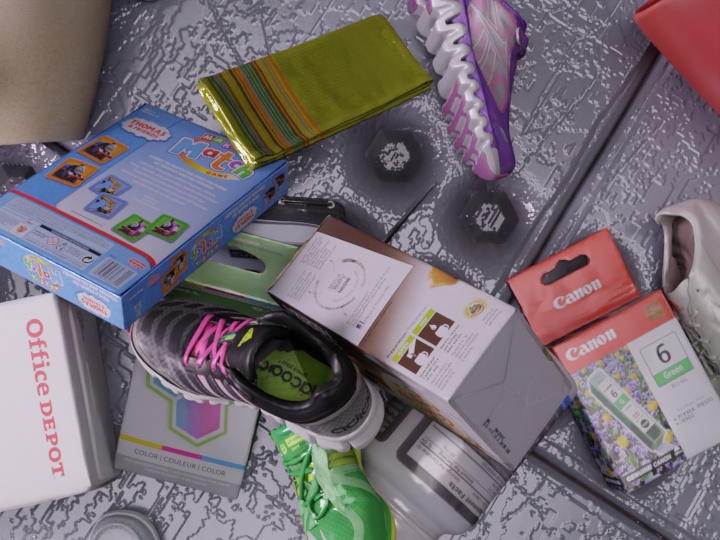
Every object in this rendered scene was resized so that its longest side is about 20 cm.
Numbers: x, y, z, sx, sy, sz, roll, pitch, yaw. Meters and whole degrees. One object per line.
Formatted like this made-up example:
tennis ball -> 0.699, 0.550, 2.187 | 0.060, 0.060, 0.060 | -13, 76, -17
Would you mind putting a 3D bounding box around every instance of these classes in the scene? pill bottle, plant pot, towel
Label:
pill bottle -> 0.071, 0.136, 0.851 | 0.114, 0.114, 0.200 | 41, 83, 2
plant pot -> 0.356, -0.196, 0.879 | 0.200, 0.200, 0.178 | -35, 97, -7
towel -> -0.033, -0.154, 0.880 | 0.199, 0.018, 0.086 | -29, 80, -32
plant pot -> -0.278, -0.202, 0.851 | 0.186, 0.187, 0.202 | -4, 99, -4

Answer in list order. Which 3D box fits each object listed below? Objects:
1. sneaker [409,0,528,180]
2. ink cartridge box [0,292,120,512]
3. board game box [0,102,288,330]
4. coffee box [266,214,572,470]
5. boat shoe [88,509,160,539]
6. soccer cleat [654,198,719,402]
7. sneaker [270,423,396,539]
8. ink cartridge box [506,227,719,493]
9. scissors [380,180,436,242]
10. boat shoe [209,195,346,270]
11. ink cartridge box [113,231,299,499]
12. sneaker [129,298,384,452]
sneaker -> 0.108, -0.179, 0.910 | 0.088, 0.080, 0.202 | -13, 83, -13
ink cartridge box -> -0.301, 0.113, 0.814 | 0.198, 0.145, 0.149 | -11, 84, -5
board game box -> -0.172, -0.051, 0.817 | 0.150, 0.037, 0.200 | 24, 45, 22
coffee box -> 0.040, 0.048, 0.776 | 0.199, 0.114, 0.080 | 28, 75, 43
boat shoe -> -0.192, 0.295, 0.840 | 0.074, 0.065, 0.204 | 5, 83, -3
soccer cleat -> 0.293, 0.038, 0.894 | 0.077, 0.069, 0.202 | -3, 76, -29
sneaker -> -0.031, 0.147, 0.782 | 0.074, 0.083, 0.201 | -34, 46, 21
ink cartridge box -> 0.217, 0.072, 0.898 | 0.108, 0.050, 0.201 | -27, 86, -6
scissors -> 0.000, 0.000, 0.906 | 0.014, 0.073, 0.200 | 33, 58, 19
boat shoe -> -0.107, -0.046, 0.888 | 0.198, 0.070, 0.067 | 6, 59, 5
ink cartridge box -> -0.121, 0.069, 0.842 | 0.103, 0.059, 0.202 | 15, 103, -2
sneaker -> -0.078, 0.058, 0.739 | 0.199, 0.088, 0.074 | 21, 65, 19
